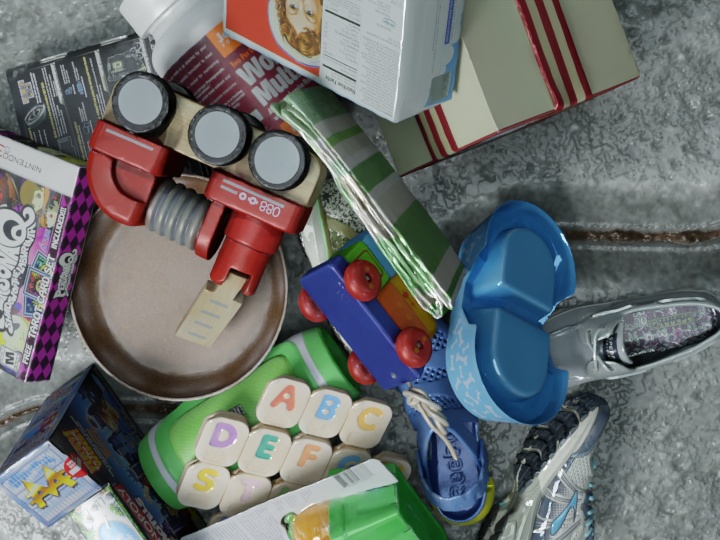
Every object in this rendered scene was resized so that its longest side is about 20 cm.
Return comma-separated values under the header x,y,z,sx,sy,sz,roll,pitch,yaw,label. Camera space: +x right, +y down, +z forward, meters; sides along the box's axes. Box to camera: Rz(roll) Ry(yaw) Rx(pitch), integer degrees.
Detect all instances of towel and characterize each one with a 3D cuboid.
x,y,z,sx,sy,sz,roll,pitch,yaw,label
0.013,-0.060,0.835,0.023,0.153,0.200,-38,93,16,towel

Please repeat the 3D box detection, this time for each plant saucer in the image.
x,y,z,sx,sy,sz,roll,pitch,yaw,label
-0.161,0.015,0.948,0.198,0.032,0.202,0,91,5,plant saucer

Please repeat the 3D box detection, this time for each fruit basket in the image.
x,y,z,sx,sy,sz,roll,pitch,yaw,label
-0.028,0.253,0.944,0.199,0.094,0.186,-23,122,20,fruit basket

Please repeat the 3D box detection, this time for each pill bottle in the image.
x,y,z,sx,sy,sz,roll,pitch,yaw,label
-0.111,-0.177,0.927,0.109,0.110,0.200,-39,100,5,pill bottle

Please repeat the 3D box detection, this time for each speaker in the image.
x,y,z,sx,sy,sz,roll,pitch,yaw,label
-0.101,0.134,0.965,0.199,0.088,0.089,-33,89,5,speaker

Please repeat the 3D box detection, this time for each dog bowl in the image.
x,y,z,sx,sy,sz,roll,pitch,yaw,label
0.127,0.039,0.913,0.111,0.049,0.201,26,59,-30,dog bowl

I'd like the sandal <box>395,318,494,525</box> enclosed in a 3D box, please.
x,y,z,sx,sy,sz,roll,pitch,yaw,label
0.075,0.134,0.948,0.079,0.087,0.202,-18,86,8,sandal

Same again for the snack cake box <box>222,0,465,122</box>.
x,y,z,sx,sy,sz,roll,pitch,yaw,label
-0.018,-0.206,0.793,0.200,0.067,0.116,33,134,34,snack cake box

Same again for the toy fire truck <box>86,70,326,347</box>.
x,y,z,sx,sy,sz,roll,pitch,yaw,label
-0.138,-0.038,0.861,0.175,0.129,0.201,23,95,3,toy fire truck

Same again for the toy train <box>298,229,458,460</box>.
x,y,z,sx,sy,sz,roll,pitch,yaw,label
0.048,0.051,0.913,0.200,0.084,0.116,52,51,-11,toy train

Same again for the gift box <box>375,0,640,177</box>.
x,y,z,sx,sy,sz,roll,pitch,yaw,label
0.082,-0.198,0.877,0.184,0.200,0.188,-23,94,-32,gift box

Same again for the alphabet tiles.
x,y,z,sx,sy,sz,roll,pitch,yaw,label
-0.058,0.188,0.946,0.199,0.015,0.197,17,112,-20,alphabet tiles

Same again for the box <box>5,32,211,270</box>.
x,y,z,sx,sy,sz,roll,pitch,yaw,label
-0.227,-0.109,0.988,0.159,0.044,0.202,-15,90,5,box

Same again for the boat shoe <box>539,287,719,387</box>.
x,y,z,sx,sy,sz,roll,pitch,yaw,label
0.226,0.060,0.939,0.199,0.072,0.071,-16,91,7,boat shoe

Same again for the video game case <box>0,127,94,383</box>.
x,y,z,sx,sy,sz,roll,pitch,yaw,label
-0.330,-0.024,0.964,0.180,0.036,0.201,22,100,28,video game case

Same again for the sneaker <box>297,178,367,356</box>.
x,y,z,sx,sy,sz,roll,pitch,yaw,label
0.000,0.000,0.961,0.088,0.077,0.201,-19,92,-3,sneaker

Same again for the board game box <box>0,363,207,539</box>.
x,y,z,sx,sy,sz,roll,pitch,yaw,label
-0.229,0.188,0.919,0.062,0.200,0.201,-36,88,4,board game box

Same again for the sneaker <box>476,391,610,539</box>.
x,y,z,sx,sy,sz,roll,pitch,yaw,label
0.178,0.204,0.957,0.086,0.078,0.201,27,101,-8,sneaker
